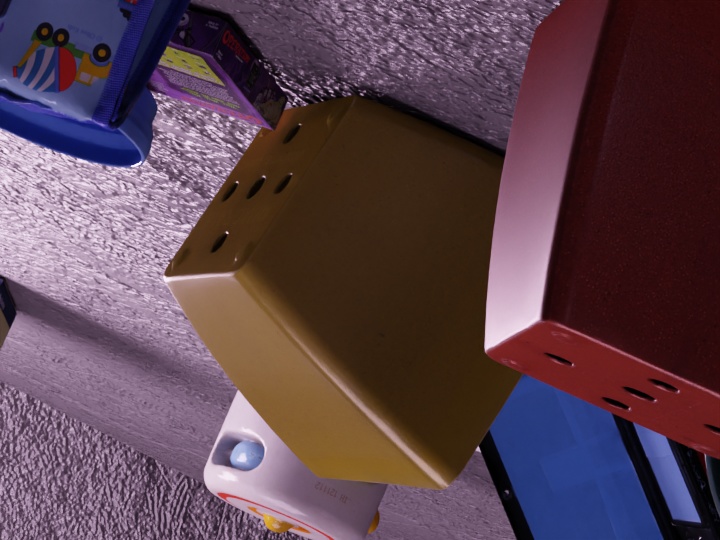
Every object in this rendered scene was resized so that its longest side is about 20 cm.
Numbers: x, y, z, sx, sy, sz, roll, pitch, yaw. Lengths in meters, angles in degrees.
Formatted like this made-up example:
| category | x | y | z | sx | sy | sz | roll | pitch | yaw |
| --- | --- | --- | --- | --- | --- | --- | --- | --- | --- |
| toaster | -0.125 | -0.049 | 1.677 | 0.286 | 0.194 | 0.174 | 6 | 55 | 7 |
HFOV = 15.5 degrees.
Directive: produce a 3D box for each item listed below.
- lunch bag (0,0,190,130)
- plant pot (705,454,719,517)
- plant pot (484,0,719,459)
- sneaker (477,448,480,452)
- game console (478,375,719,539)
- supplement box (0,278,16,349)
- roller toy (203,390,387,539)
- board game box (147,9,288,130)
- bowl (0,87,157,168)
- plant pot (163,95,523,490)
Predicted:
| category | x | y | z | sx | sy | sz | roll | pitch | yaw |
| --- | --- | --- | --- | --- | --- | --- | --- | --- | --- |
| lunch bag | -0.142 | -0.155 | 1.146 | 0.150 | 0.200 | 0.094 | 20 | 168 | 10 |
| plant pot | 0.298 | 0.100 | 1.511 | 0.200 | 0.201 | 0.161 | 21 | 180 | 9 |
| plant pot | 0.163 | -0.019 | 1.248 | 0.200 | 0.176 | 0.200 | 23 | 169 | -5 |
| sneaker | 0.066 | 0.108 | 2.284 | 0.080 | 0.074 | 0.200 | 43 | 157 | -20 |
| game console | 0.162 | 0.136 | 1.816 | 0.172 | 0.119 | 0.200 | 148 | 100 | -83 |
| supplement box | -0.478 | 0.093 | 2.855 | 0.134 | 0.200 | 0.200 | 22 | 168 | 1 |
| roller toy | -0.063 | 0.207 | 2.743 | 0.182 | 0.140 | 0.200 | 21 | 169 | 9 |
| board game box | -0.152 | -0.145 | 1.629 | 0.200 | 0.032 | 0.120 | 19 | 163 | 22 |
| bowl | -0.221 | -0.127 | 1.686 | 0.200 | 0.039 | 0.201 | 23 | 168 | 5 |
| plant pot | 0.000 | 0.000 | 1.638 | 0.176 | 0.200 | 0.200 | 40 | 163 | -19 |
